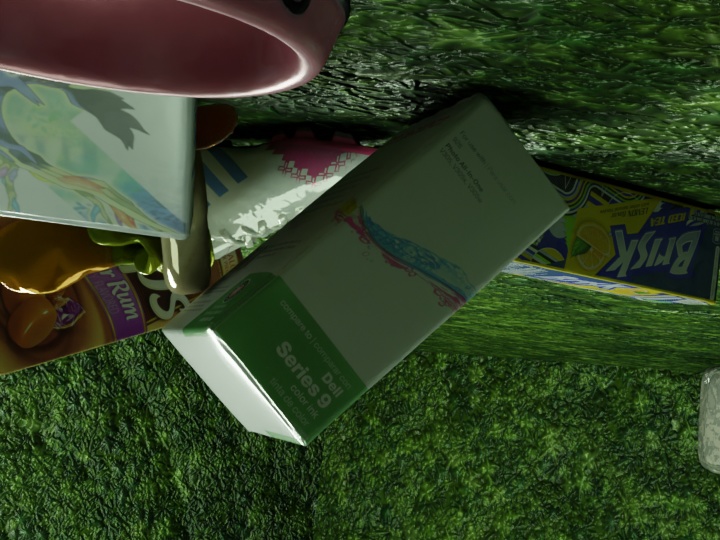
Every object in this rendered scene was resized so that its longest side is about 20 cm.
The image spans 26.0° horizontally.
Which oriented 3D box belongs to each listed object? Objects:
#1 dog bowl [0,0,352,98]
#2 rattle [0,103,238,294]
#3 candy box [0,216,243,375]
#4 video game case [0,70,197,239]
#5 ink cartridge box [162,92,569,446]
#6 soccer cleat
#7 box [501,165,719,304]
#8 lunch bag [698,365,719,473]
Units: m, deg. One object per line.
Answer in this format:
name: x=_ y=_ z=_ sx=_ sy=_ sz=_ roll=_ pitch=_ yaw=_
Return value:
dog bowl: x=-0.089 y=-0.111 z=0.515 sx=0.199 sy=0.074 sz=0.200 roll=6 pitch=175 yaw=1
rattle: x=-0.143 y=-0.054 z=0.867 sx=0.142 sy=0.131 sz=0.200 roll=8 pitch=173 yaw=-5
candy box: x=-0.186 y=-0.008 z=1.116 sx=0.199 sy=0.117 sz=0.056 roll=-17 pitch=-174 yaw=-28
video game case: x=-0.177 y=-0.085 z=0.737 sx=0.199 sy=0.022 sz=0.183 roll=7 pitch=146 yaw=-3
ink cartridge box: x=0.000 y=0.000 z=0.878 sx=0.088 sy=0.200 sz=0.145 roll=50 pitch=165 yaw=-9
soccer cleat: x=-0.065 y=-0.048 z=1.043 sx=0.199 sy=0.087 sz=0.070 roll=3 pitch=173 yaw=33
box: x=0.164 y=-0.023 z=1.096 sx=0.199 sy=0.070 sz=0.064 roll=11 pitch=174 yaw=-35
lunch bag: x=0.652 y=0.252 z=2.640 sx=0.139 sy=0.201 sz=0.168 roll=4 pitch=178 yaw=0
